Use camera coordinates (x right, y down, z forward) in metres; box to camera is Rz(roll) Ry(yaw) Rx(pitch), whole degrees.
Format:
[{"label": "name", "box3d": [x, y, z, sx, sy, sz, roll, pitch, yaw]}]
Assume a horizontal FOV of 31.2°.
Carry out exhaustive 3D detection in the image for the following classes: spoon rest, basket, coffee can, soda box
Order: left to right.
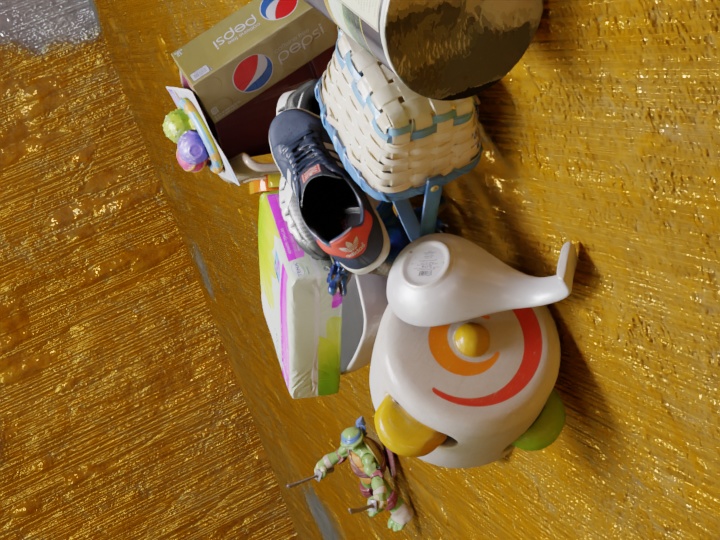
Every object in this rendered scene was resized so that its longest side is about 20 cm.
[{"label": "soda box", "box3d": [-0.103, -0.254, 1.423, 0.064, 0.199, 0.068, 54, 176, 37]}, {"label": "basket", "box3d": [0.038, -0.137, 1.232, 0.200, 0.138, 0.178, 108, 140, -62]}, {"label": "coffee can", "box3d": [0.038, -0.247, 1.057, 0.200, 0.145, 0.147, 49, 157, 49]}, {"label": "spoon rest", "box3d": [0.112, 0.008, 1.200, 0.198, 0.100, 0.061, -1, 149, 34]}]

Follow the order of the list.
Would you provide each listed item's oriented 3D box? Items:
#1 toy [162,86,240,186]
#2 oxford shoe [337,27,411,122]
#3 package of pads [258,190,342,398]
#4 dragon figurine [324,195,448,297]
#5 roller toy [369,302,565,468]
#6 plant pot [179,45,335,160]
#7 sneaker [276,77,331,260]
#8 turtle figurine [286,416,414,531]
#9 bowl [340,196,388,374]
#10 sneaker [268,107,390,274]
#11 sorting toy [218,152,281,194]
[{"label": "toy", "box3d": [-0.198, -0.150, 1.489, 0.116, 0.047, 0.200, 63, 173, -16]}, {"label": "oxford shoe", "box3d": [0.009, -0.207, 1.359, 0.071, 0.073, 0.202, 44, 153, 55]}, {"label": "package of pads", "box3d": [-0.069, 0.024, 1.449, 0.201, 0.067, 0.155, 94, 162, -44]}, {"label": "dragon figurine", "box3d": [0.032, -0.042, 1.332, 0.099, 0.201, 0.059, 31, 141, -5]}, {"label": "roller toy", "box3d": [0.100, 0.091, 1.274, 0.140, 0.198, 0.184, 99, 162, -64]}, {"label": "plant pot", "box3d": [-0.114, -0.223, 1.562, 0.201, 0.178, 0.201, 58, 164, 28]}, {"label": "sneaker", "box3d": [-0.042, -0.113, 1.341, 0.090, 0.066, 0.202, -33, 58, 51]}, {"label": "turtle figurine", "box3d": [-0.009, 0.361, 2.101, 0.194, 0.143, 0.201, 55, -143, -36]}, {"label": "bowl", "box3d": [0.000, 0.000, 1.455, 0.200, 0.074, 0.202, 117, 140, -65]}, {"label": "sneaker", "box3d": [-0.040, -0.091, 1.247, 0.201, 0.075, 0.084, 56, -170, 28]}, {"label": "sorting toy", "box3d": [-0.059, -0.112, 1.522, 0.185, 0.198, 0.037, 178, 92, -74]}]
